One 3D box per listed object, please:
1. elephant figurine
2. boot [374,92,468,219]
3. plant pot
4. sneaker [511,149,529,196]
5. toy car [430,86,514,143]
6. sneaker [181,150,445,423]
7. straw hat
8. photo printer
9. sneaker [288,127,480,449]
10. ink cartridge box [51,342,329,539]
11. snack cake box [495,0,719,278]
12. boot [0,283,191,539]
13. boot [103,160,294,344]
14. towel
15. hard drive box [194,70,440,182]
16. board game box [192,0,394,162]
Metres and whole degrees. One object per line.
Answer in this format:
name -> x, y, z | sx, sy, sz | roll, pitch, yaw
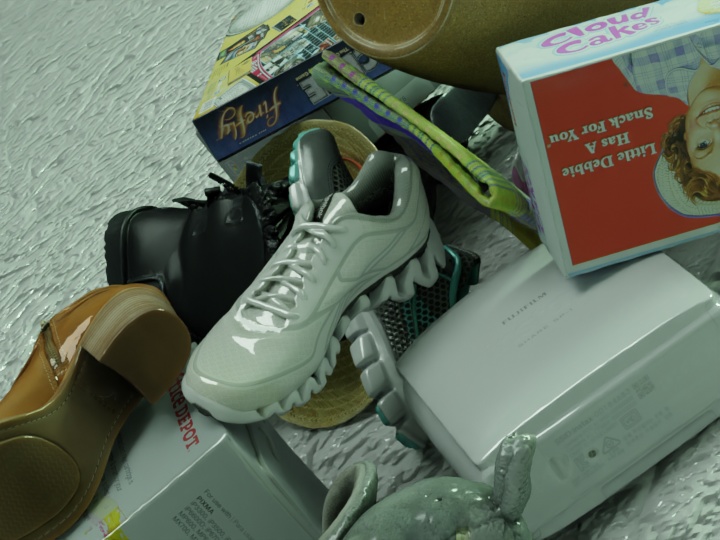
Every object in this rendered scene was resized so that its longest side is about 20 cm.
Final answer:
elephant figurine -> 0.011, 0.166, 1.320 | 0.155, 0.142, 0.200 | -16, 1, -11
boot -> 0.001, -0.045, 1.811 | 0.200, 0.069, 0.174 | -26, 21, 29
plant pot -> 0.064, -0.178, 1.487 | 0.186, 0.187, 0.200 | -25, -3, 36
sneaker -> 0.180, -0.079, 1.551 | 0.200, 0.081, 0.088 | -21, 19, 41
toy car -> 0.100, -0.135, 1.694 | 0.158, 0.164, 0.200 | -20, 43, 43
sneaker -> -0.029, 0.007, 1.436 | 0.075, 0.081, 0.200 | 24, 48, 26
straw hat -> 0.000, 0.000, 1.674 | 0.085, 0.202, 0.201 | -5, -7, -42
photo printer -> 0.109, 0.049, 1.416 | 0.166, 0.070, 0.200 | -35, 22, -2
sneaker -> 0.024, 0.000, 1.550 | 0.091, 0.200, 0.078 | -26, -9, 6
ink cartridge box -> -0.115, 0.171, 1.473 | 0.200, 0.145, 0.145 | -40, 22, 5
snack cake box -> 0.184, -0.084, 1.398 | 0.199, 0.115, 0.067 | -16, 22, -4
boot -> -0.181, 0.085, 1.470 | 0.200, 0.074, 0.155 | -41, 16, -10
boot -> -0.083, 0.036, 1.659 | 0.162, 0.199, 0.073 | -9, -2, 43
towel -> 0.053, -0.059, 1.502 | 0.023, 0.144, 0.200 | -53, -19, 2
hard drive box -> -0.011, -0.137, 1.889 | 0.156, 0.077, 0.200 | -42, 8, -24
board game box -> -0.033, -0.151, 1.727 | 0.135, 0.035, 0.200 | -27, 19, 17
